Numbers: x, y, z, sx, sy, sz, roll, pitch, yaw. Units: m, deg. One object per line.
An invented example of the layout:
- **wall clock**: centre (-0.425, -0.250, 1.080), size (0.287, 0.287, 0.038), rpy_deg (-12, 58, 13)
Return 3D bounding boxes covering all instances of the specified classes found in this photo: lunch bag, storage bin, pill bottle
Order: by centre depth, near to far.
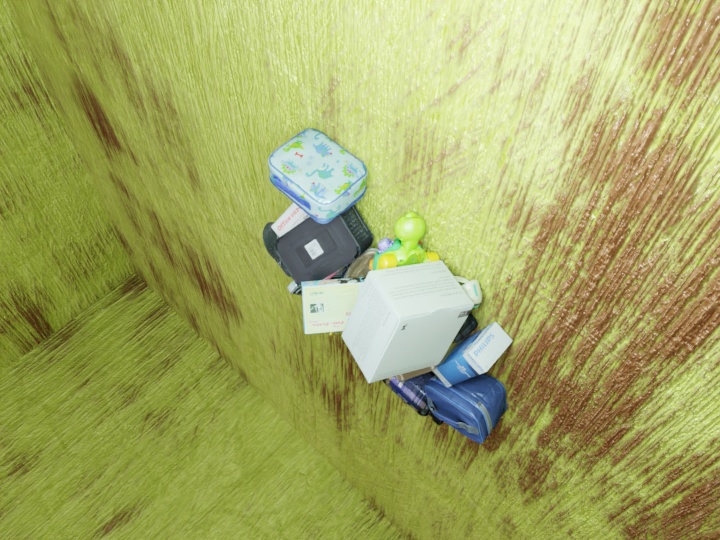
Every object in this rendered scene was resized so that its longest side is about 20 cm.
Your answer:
- **lunch bag**: centre (-0.096, -0.206, 1.364), size (0.199, 0.160, 0.083), rpy_deg (38, 152, 20)
- **storage bin**: centre (-0.086, -0.065, 1.461), size (0.198, 0.094, 0.137), rpy_deg (-30, 97, 28)
- **lunch bag**: centre (0.249, 0.322, 1.559), size (0.198, 0.132, 0.138), rpy_deg (24, 145, 40)
- **pill bottle**: centre (0.165, 0.324, 1.719), size (0.199, 0.112, 0.113), rpy_deg (39, 153, 21)

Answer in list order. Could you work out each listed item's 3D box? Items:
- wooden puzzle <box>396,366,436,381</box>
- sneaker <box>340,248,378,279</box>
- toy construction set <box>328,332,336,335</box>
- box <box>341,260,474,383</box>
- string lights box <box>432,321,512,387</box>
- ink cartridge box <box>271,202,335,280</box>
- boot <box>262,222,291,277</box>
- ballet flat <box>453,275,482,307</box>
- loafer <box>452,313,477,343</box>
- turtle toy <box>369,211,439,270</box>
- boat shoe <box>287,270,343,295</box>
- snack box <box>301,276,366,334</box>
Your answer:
- **wooden puzzle**: centre (0.114, 0.177, 1.599), size (0.188, 0.046, 0.200), rpy_deg (62, 150, 6)
- **sneaker**: centre (0.000, 0.000, 1.539), size (0.069, 0.109, 0.201), rpy_deg (28, 126, -7)
- **toy construction set**: centre (-0.053, 0.106, 1.742), size (0.093, 0.129, 0.202), rpy_deg (-53, 40, 32)
- **box**: centre (0.094, 0.103, 1.296), size (0.132, 0.196, 0.202), rpy_deg (56, 139, 34)
- **string lights box**: centre (0.248, 0.193, 1.420), size (0.059, 0.103, 0.200), rpy_deg (47, 155, 3)
- **ink cartridge box**: centre (-0.106, -0.087, 1.566), size (0.201, 0.084, 0.144), rpy_deg (50, 123, -1)
- **boot**: centre (-0.157, -0.051, 1.681), size (0.065, 0.199, 0.167), rpy_deg (-39, 71, 26)
- **ballet flat**: centre (0.190, 0.044, 1.372), size (0.198, 0.069, 0.070), rpy_deg (-3, 125, 57)
- **loafer**: centre (0.190, 0.138, 1.473), size (0.073, 0.072, 0.199), rpy_deg (50, 155, -6)
- **turtle toy**: centre (0.089, -0.033, 1.353), size (0.202, 0.143, 0.102), rpy_deg (114, 143, -44)
- **boat shoe**: centre (-0.102, 0.048, 1.648), size (0.074, 0.197, 0.069), rpy_deg (-43, 66, 35)
- **snack box**: centre (-0.036, 0.079, 1.455), size (0.037, 0.195, 0.119), rpy_deg (-116, 23, -69)
